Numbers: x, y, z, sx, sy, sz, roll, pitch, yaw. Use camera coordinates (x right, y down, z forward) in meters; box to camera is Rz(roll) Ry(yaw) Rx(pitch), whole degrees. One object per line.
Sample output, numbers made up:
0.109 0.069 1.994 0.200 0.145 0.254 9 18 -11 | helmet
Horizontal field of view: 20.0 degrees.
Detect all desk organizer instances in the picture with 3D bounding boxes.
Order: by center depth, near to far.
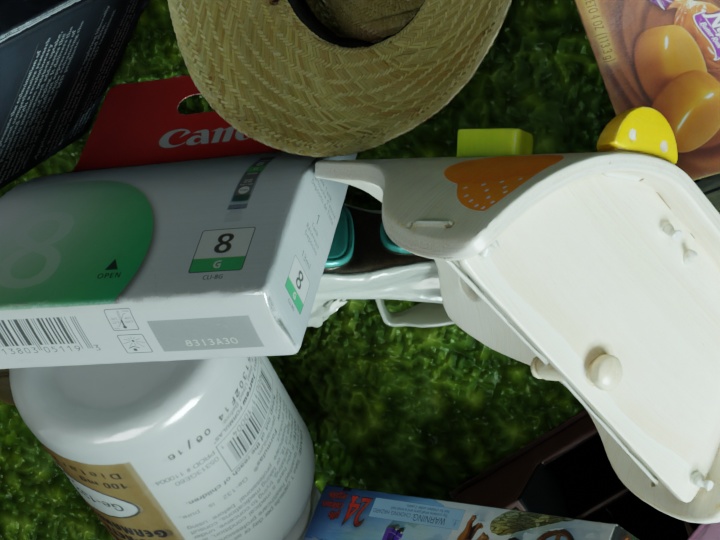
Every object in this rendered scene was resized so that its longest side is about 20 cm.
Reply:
0.129 0.108 1.012 0.200 0.077 0.072 -35 95 28 | desk organizer

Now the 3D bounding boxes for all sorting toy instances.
0.067 -0.002 0.881 0.180 0.107 0.200 13 154 50 | sorting toy

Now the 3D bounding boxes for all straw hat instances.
0.007 -0.148 0.954 0.201 0.085 0.202 -3 84 29 | straw hat

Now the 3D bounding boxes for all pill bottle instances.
-0.086 0.089 1.024 0.114 0.115 0.200 0 145 20 | pill bottle

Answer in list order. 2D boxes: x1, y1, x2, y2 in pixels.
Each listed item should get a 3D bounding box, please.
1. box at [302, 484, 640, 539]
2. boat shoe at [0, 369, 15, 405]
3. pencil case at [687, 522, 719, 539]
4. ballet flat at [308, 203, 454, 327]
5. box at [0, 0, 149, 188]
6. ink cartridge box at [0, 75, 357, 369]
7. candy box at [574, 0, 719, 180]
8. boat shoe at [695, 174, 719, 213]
0.034 0.177 0.953 0.038 0.137 0.200 36 157 -35 | box
-0.120 -0.002 1.081 0.201 0.063 0.073 -40 88 21 | boat shoe
0.203 0.084 0.878 0.087 0.087 0.200 29 104 8 | pencil case
0.000 0.000 1.007 0.200 0.069 0.070 2 112 -1 | ballet flat
-0.237 -0.133 0.989 0.200 0.197 0.124 32 117 7 | box
-0.086 -0.043 0.965 0.161 0.200 0.050 -4 137 22 | ink cartridge box
0.193 -0.117 0.838 0.200 0.056 0.117 -17 103 24 | candy box
0.231 -0.008 0.936 0.200 0.065 0.074 -1 110 20 | boat shoe
